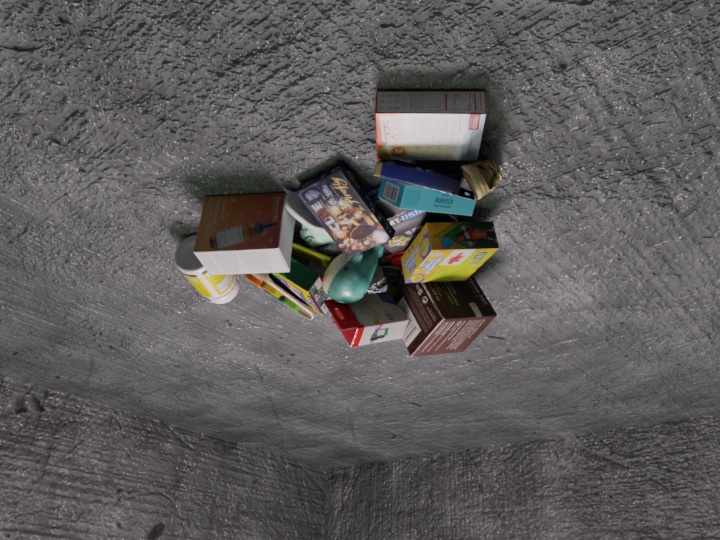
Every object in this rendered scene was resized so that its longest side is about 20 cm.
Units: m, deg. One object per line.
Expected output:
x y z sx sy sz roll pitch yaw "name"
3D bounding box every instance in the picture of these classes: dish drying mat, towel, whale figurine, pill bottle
0.171 -0.040 1.593 0.198 0.018 0.077 -13 148 26 "dish drying mat"
-0.157 -0.049 1.519 0.198 0.018 0.086 21 168 12 "towel"
0.000 0.000 1.512 0.104 0.200 0.160 42 155 17 "whale figurine"
-0.397 0.002 1.625 0.113 0.115 0.201 -2 150 9 "pill bottle"

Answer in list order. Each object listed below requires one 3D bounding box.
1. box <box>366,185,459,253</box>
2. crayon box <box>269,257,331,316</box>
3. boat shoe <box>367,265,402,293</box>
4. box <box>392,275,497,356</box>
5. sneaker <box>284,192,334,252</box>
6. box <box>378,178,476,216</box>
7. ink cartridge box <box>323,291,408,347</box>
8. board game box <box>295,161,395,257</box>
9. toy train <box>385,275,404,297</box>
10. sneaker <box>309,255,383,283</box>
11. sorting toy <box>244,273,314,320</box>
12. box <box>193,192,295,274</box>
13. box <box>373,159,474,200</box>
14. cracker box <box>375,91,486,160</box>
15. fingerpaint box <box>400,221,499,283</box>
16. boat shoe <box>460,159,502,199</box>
0.095 -0.127 1.417 0.199 0.050 0.198 -19 145 33 "box"
-0.166 0.025 1.593 0.172 0.059 0.200 32 166 19 "crayon box"
0.038 0.042 1.702 0.072 0.062 0.199 26 146 -36 "boat shoe"
0.208 0.106 1.610 0.198 0.167 0.165 -1 139 -37 "box"
-0.126 -0.106 1.448 0.117 0.075 0.200 -19 143 40 "sneaker"
0.140 -0.153 1.265 0.198 0.050 0.082 2 -159 -35 "box"
0.007 0.122 1.548 0.198 0.116 0.068 -5 130 -32 "ink cartridge box"
-0.032 -0.129 1.362 0.135 0.035 0.200 -20 121 35 "board game box"
0.067 0.085 1.681 0.199 0.085 0.116 -24 158 -35 "toy train"
-0.036 0.020 1.655 0.197 0.077 0.112 5 145 6 "sneaker"
-0.230 0.054 1.650 0.200 0.037 0.184 46 166 -34 "sorting toy"
-0.261 -0.083 1.418 0.197 0.154 0.107 -3 150 9 "box"
0.131 -0.183 1.214 0.198 0.121 0.033 16 106 4 "box"
0.127 -0.268 1.150 0.197 0.058 0.134 2 152 3 "cracker box"
0.204 -0.042 1.450 0.165 0.074 0.200 -3 159 -15 "fingerpaint box"
0.240 -0.187 1.204 0.066 0.075 0.200 -27 -172 15 "boat shoe"
